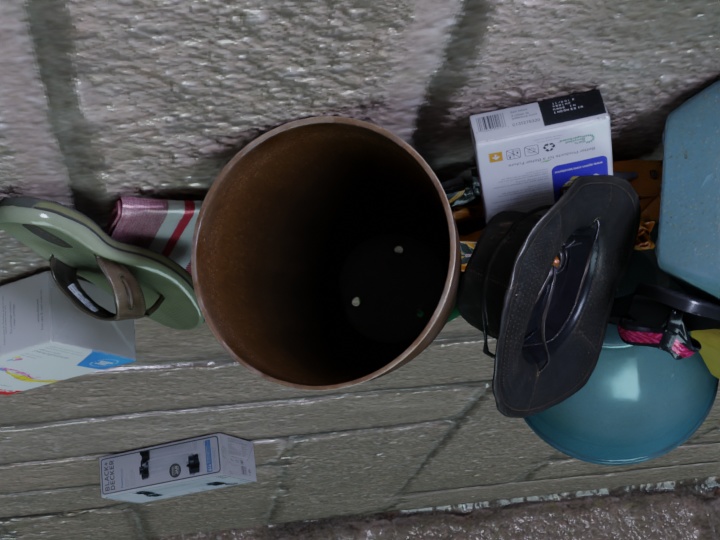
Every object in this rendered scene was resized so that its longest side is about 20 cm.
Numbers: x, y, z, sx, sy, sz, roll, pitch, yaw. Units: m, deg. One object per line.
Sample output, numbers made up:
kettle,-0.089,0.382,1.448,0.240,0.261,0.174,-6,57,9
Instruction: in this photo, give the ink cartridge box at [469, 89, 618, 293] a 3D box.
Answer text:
ink cartridge box,0.140,-0.045,1.047,0.095,0.037,0.200,-11,138,3

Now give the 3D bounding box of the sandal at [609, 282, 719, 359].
sandal,0.226,0.045,1.069,0.075,0.045,0.200,21,172,-3

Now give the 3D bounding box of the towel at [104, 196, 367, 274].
towel,-0.110,-0.029,1.143,0.200,0.023,0.144,-2,161,-21

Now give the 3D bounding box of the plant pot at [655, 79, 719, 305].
plant pot,0.322,-0.046,1.005,0.200,0.197,0.196,1,168,27

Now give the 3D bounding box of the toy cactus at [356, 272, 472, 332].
toy cactus,0.076,0.017,1.217,0.165,0.102,0.200,4,-176,27

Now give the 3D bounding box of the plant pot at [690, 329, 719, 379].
plant pot,0.386,0.025,1.181,0.176,0.200,0.200,12,166,26

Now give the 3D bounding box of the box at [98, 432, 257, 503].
box,-0.265,0.289,2.043,0.200,0.060,0.117,-14,162,20

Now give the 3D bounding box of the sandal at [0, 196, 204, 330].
sandal,-0.203,0.006,1.085,0.080,0.057,0.201,-12,149,38

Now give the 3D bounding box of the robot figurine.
robot figurine,0.142,-0.043,1.136,0.200,0.058,0.145,-8,160,0

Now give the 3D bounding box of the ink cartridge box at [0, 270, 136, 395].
ink cartridge box,-0.317,0.064,1.279,0.200,0.067,0.116,-16,161,28

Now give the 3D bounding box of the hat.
hat,0.119,0.010,1.003,0.081,0.201,0.201,21,178,30

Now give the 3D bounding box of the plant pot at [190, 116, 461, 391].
plant pot,0.000,0.000,1.042,0.187,0.187,0.200,-12,170,15

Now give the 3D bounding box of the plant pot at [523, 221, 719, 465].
plant pot,0.227,0.048,1.278,0.200,0.200,0.188,-9,149,5
